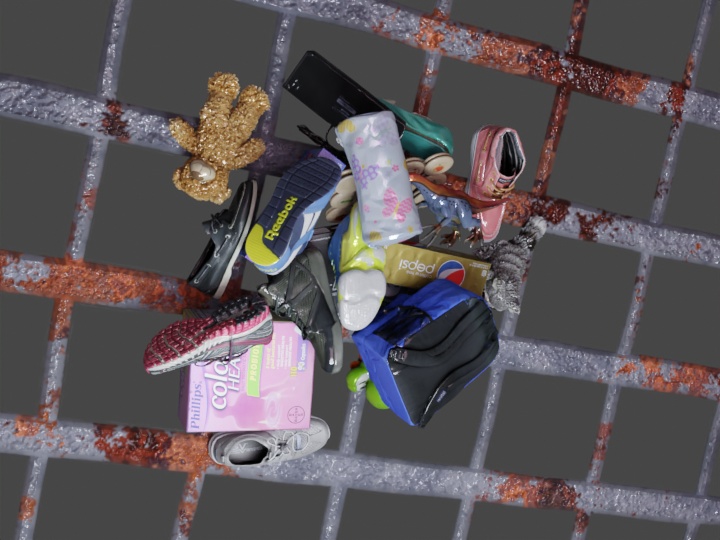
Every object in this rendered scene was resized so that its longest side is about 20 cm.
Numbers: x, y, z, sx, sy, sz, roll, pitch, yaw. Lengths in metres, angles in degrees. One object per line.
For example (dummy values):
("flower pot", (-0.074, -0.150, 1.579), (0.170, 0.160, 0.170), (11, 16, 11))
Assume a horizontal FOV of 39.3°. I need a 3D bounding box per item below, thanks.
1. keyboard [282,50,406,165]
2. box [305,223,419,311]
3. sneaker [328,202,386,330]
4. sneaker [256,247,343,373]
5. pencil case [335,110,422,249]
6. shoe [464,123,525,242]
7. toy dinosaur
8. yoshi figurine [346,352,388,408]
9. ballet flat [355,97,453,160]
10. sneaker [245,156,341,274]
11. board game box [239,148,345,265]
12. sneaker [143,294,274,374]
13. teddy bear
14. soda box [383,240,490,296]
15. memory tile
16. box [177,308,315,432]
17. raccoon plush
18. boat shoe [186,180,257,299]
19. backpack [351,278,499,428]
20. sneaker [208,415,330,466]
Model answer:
("keyboard", (-0.036, -0.240, 1.589), (0.200, 0.021, 0.127), (38, 108, -4))
("box", (0.000, 0.000, 1.650), (0.200, 0.044, 0.161), (-10, 107, -17))
("sneaker", (-0.008, -0.002, 1.553), (0.076, 0.105, 0.200), (16, 76, -22))
("sneaker", (-0.094, 0.068, 1.525), (0.114, 0.076, 0.200), (-12, 76, -21))
("pencil case", (0.027, -0.135, 1.484), (0.091, 0.083, 0.200), (-15, 89, -9))
("shoe", (0.223, -0.143, 1.683), (0.071, 0.091, 0.201), (0, 99, -18))
("toy dinosaur", (0.121, -0.111, 1.594), (0.200, 0.105, 0.182), (-52, 130, -25))
("yoshi figurine", (0.077, 0.165, 1.680), (0.200, 0.112, 0.113), (-27, 113, -10))
("ballet flat", (0.060, -0.235, 1.623), (0.200, 0.070, 0.067), (26, 133, 0))
("sneaker", (-0.096, -0.079, 1.458), (0.074, 0.082, 0.200), (30, 70, 17))
("board game box", (-0.111, -0.095, 1.554), (0.045, 0.134, 0.200), (36, 87, -14))
("sneaker", (-0.221, 0.110, 1.483), (0.200, 0.081, 0.075), (-20, 128, -9))
("teddy bear", (-0.215, -0.203, 1.539), (0.145, 0.067, 0.200), (42, 84, -18))
("soda box", (0.103, -0.005, 1.627), (0.200, 0.064, 0.068), (12, 100, -22))
("memory tile", (0.045, -0.129, 1.605), (0.200, 0.153, 0.017), (-11, 65, -16))
("box", (-0.180, 0.156, 1.594), (0.200, 0.097, 0.176), (2, 98, -18))
("raccoon plush", (0.256, -0.016, 1.691), (0.097, 0.134, 0.200), (34, 87, -19))
("boat shoe", (-0.216, -0.053, 1.550), (0.066, 0.075, 0.200), (17, 115, -17))
("backpack", (0.100, 0.104, 1.557), (0.200, 0.168, 0.163), (-33, 127, -17))
("sneaker", (-0.142, 0.289, 1.637), (0.200, 0.082, 0.075), (-11, 102, -17))
